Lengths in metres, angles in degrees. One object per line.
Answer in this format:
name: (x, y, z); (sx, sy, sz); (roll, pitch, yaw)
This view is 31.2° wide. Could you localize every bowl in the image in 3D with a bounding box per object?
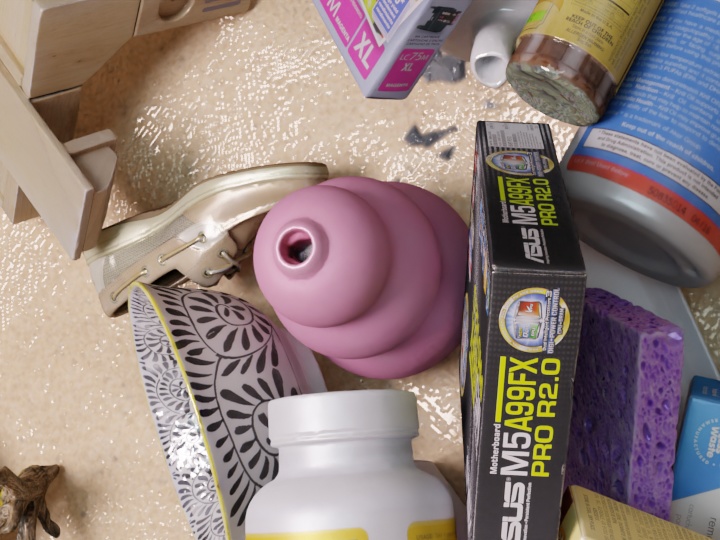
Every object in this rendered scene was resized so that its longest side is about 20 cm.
bowl: (-0.074, 0.092, 0.822); (0.093, 0.201, 0.203); (-16, 75, -18)

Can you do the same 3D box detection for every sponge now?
sponge: (0.138, 0.118, 0.726); (0.029, 0.112, 0.203); (-1, 102, -14)

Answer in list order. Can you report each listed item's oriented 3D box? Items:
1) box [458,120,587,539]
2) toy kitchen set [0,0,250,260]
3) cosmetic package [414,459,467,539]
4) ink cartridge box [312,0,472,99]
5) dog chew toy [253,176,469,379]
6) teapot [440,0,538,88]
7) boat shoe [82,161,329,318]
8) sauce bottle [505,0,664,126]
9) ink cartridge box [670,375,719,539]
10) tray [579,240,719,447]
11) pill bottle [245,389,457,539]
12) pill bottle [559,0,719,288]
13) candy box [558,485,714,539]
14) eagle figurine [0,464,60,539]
box: (0.079, 0.030, 0.672); (0.044, 0.201, 0.162); (3, 116, 2)
toy kitchen set: (-0.163, -0.121, 0.918); (0.164, 0.179, 0.201); (51, 141, 23)
cosmetic package: (0.013, 0.255, 0.775); (0.200, 0.123, 0.200); (-41, 71, 9)
ink cartridge box: (0.035, -0.209, 0.729); (0.200, 0.042, 0.120); (-51, 56, 41)
dog chew toy: (0.000, 0.000, 0.771); (0.123, 0.200, 0.126); (-3, 82, 19)
teapot: (0.084, -0.234, 0.800); (0.200, 0.146, 0.198); (41, 98, 21)
boat shoe: (-0.103, -0.021, 0.886); (0.198, 0.072, 0.066); (-20, 82, 23)
sauce bottle: (0.151, -0.180, 0.727); (0.064, 0.065, 0.201); (24, 76, 21)
ink cartridge box: (0.268, 0.141, 0.706); (0.198, 0.067, 0.118); (12, 98, 15)
tray: (0.162, 0.060, 0.798); (0.106, 0.022, 0.202); (-25, 75, 17)
pill bottle: (-0.003, 0.167, 0.669); (0.111, 0.112, 0.203); (-7, 80, 19)
pill bottle: (0.200, -0.102, 0.749); (0.111, 0.112, 0.201); (27, 82, 21)
candy box: (0.174, 0.201, 0.652); (0.198, 0.055, 0.116); (22, 110, -6)
eagle figurine: (-0.316, 0.172, 0.904); (0.197, 0.153, 0.152); (-13, 41, 2)
